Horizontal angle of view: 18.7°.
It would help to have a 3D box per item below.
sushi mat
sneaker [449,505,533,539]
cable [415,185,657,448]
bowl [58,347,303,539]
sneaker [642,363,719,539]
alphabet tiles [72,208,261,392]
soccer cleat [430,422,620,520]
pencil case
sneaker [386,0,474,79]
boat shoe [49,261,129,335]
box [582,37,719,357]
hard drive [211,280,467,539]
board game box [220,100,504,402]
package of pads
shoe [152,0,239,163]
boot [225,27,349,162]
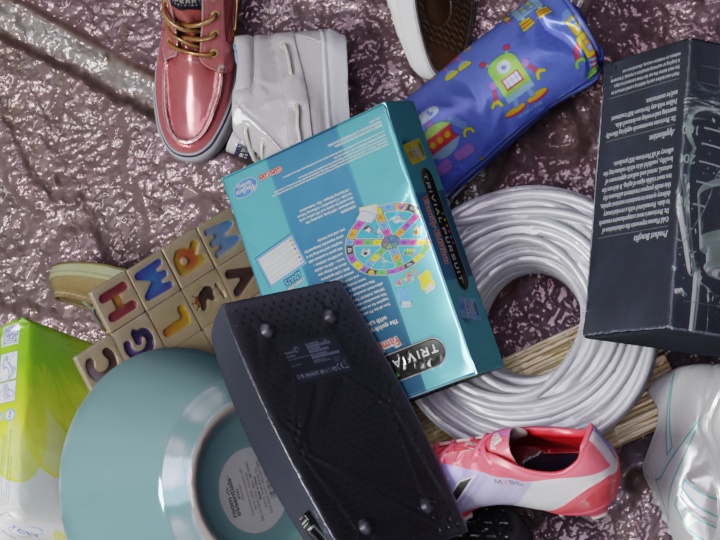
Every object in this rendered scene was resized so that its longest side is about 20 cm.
[{"bbox_3d":[0.136,0.103,1.620,0.199,0.012,0.096,-25,76,7],"label":"sushi mat"},{"bbox_3d":[0.046,0.203,1.594,0.199,0.083,0.072,16,54,36],"label":"sneaker"},{"bbox_3d":[0.122,0.039,1.593,0.198,0.069,0.202,-22,75,8],"label":"cable"},{"bbox_3d":[-0.098,0.149,1.517,0.105,0.199,0.203,-12,76,51],"label":"bowl"},{"bbox_3d":[0.247,0.165,1.567,0.080,0.070,0.203,0,90,41],"label":"sneaker"},{"bbox_3d":[-0.109,0.058,1.592,0.199,0.006,0.168,-33,104,-31],"label":"alphabet tiles"},{"bbox_3d":[0.084,0.137,1.524,0.198,0.077,0.067,-3,46,22],"label":"soccer cleat"},{"bbox_3d":[0.093,-0.123,1.626,0.200,0.078,0.087,-39,79,1],"label":"pencil case"},{"bbox_3d":[0.032,-0.241,1.679,0.084,0.072,0.202,-11,87,46],"label":"sneaker"},{"bbox_3d":[-0.150,0.045,1.662,0.199,0.073,0.064,18,81,7],"label":"boat shoe"},{"bbox_3d":[0.272,-0.040,1.514,0.198,0.124,0.199,8,84,-23],"label":"box"},{"bbox_3d":[-0.019,0.108,1.482,0.042,0.134,0.201,-39,72,38],"label":"hard drive"},{"bbox_3d":[0.000,0.000,1.563,0.150,0.047,0.202,-22,84,30],"label":"board game box"},{"bbox_3d":[-0.191,0.139,1.577,0.068,0.199,0.156,-21,58,40],"label":"package of pads"},{"bbox_3d":[-0.131,-0.189,1.681,0.071,0.091,0.202,5,83,13],"label":"shoe"},{"bbox_3d":[-0.055,-0.085,1.652,0.095,0.074,0.202,-2,72,-5],"label":"boot"}]
